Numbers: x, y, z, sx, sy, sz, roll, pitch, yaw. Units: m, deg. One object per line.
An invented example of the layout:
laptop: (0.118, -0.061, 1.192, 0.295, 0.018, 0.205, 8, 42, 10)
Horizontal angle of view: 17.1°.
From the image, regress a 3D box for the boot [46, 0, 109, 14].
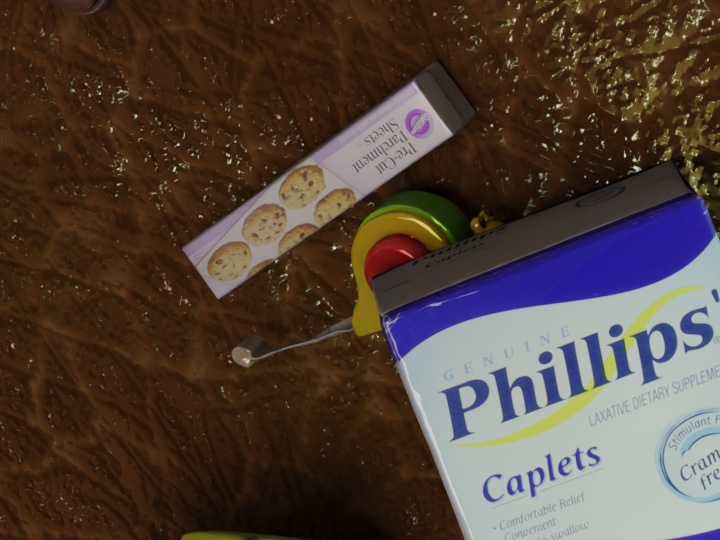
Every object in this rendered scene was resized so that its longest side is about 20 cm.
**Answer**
boot: (-0.257, -0.185, 1.350, 0.186, 0.200, 0.064, 39, 123, 6)

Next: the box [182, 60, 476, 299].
box: (-0.021, -0.051, 1.389, 0.200, 0.039, 0.041, -33, 96, 33)

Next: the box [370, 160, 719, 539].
box: (0.125, 0.070, 1.292, 0.184, 0.105, 0.200, -22, 102, 4)

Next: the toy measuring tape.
toy measuring tape: (0.000, 0.000, 1.384, 0.200, 0.074, 0.074, -18, 103, 30)

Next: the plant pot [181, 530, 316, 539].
plant pot: (-0.060, 0.267, 1.424, 0.181, 0.199, 0.200, -41, 58, 25)
